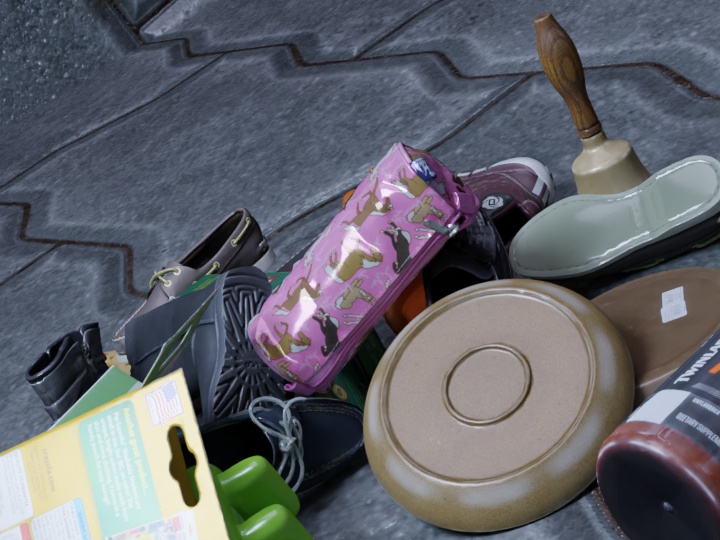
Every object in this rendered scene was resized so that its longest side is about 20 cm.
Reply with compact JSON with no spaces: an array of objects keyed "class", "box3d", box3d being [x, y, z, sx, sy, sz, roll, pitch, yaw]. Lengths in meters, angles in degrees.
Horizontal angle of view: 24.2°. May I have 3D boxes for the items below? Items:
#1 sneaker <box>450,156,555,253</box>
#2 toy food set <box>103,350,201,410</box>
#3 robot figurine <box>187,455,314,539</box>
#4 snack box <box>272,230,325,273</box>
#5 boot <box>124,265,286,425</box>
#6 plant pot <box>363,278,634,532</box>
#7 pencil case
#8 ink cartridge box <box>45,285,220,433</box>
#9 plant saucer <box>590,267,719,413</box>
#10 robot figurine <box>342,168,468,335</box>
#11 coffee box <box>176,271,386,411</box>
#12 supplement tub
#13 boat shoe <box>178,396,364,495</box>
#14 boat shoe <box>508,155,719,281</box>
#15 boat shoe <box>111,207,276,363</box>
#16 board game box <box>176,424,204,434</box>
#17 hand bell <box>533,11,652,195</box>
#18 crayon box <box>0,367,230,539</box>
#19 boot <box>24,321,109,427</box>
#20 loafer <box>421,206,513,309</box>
[{"class":"sneaker","box3d":[0.080,-0.042,1.555,0.198,0.076,0.116,-18,25,23]},{"class":"toy food set","box3d":[-0.189,0.091,1.602,0.197,0.049,0.199,-36,21,-23]},{"class":"robot figurine","box3d":[-0.129,0.209,1.129,0.199,0.116,0.176,-30,52,3]},{"class":"snack box","box3d":[-0.037,0.018,1.455,0.024,0.073,0.200,-19,-6,-22]},{"class":"boot","box3d":[-0.137,0.097,1.378,0.199,0.065,0.167,-23,60,53]},{"class":"plant pot","box3d":[0.090,0.084,1.163,0.198,0.028,0.202,-13,52,17]},{"class":"pencil case","box3d":[0.000,0.000,1.258,0.200,0.083,0.087,-49,7,12]},{"class":"ink cartridge box","box3d":[-0.179,0.101,1.186,0.201,0.048,0.146,-61,-1,19]},{"class":"plant saucer","box3d":[0.206,0.054,1.225,0.198,0.030,0.200,-24,19,9]},{"class":"robot figurine","box3d":[0.059,-0.013,1.410,0.142,0.118,0.201,-8,37,-11]},{"class":"coffee box","box3d":[-0.062,0.060,1.411,0.199,0.124,0.044,-4,30,50]},{"class":"supplement tub","box3d":[0.237,0.084,0.996,0.200,0.108,0.106,-39,23,-29]},{"class":"boat shoe","box3d":[-0.076,0.134,1.246,0.198,0.076,0.062,-6,-10,-25]},{"class":"boat shoe","box3d":[0.219,-0.031,1.376,0.199,0.060,0.073,-20,59,29]},{"class":"boat shoe","box3d":[-0.166,0.014,1.603,0.199,0.060,0.071,-39,23,-30]},{"class":"board game box","box3d":[-0.164,0.176,1.390,0.199,0.028,0.135,-8,27,44]},{"class":"hand bell","box3d":[0.192,-0.127,1.433,0.103,0.202,0.104,-24,20,9]},{"class":"crayon box","box3d":[-0.173,0.163,1.065,0.198,0.052,0.127,-25,63,12]},{"class":"boot","box3d":[-0.233,0.135,1.342,0.069,0.133,0.200,-21,21,14]},{"class":"loafer","box3d":[0.081,0.021,1.267,0.071,0.063,0.202,-7,62,7]}]
